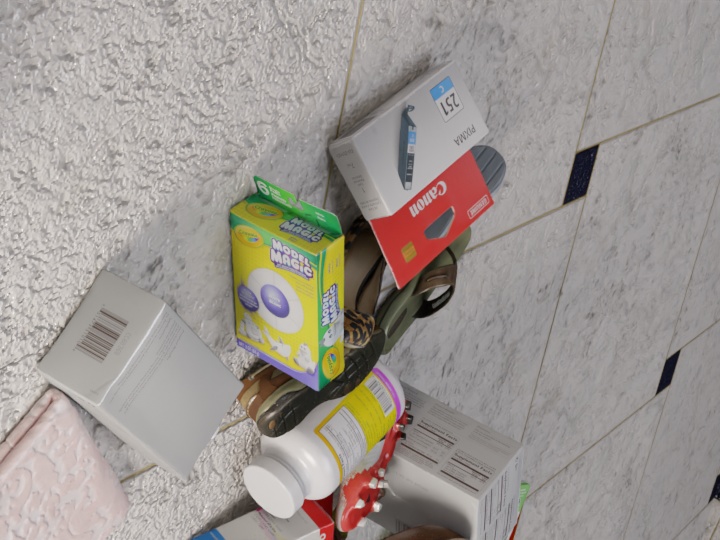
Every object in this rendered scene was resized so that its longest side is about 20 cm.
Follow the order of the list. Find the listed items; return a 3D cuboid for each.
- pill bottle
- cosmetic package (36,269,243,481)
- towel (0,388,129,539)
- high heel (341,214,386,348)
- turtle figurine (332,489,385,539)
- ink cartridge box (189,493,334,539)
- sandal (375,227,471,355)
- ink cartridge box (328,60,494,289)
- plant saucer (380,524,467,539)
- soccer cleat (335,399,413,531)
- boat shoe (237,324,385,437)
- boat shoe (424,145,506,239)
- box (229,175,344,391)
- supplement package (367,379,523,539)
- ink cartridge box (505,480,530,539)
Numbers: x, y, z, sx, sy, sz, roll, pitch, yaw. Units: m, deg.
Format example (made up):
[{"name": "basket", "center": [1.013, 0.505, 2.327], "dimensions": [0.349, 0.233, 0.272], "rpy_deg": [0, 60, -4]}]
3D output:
[{"name": "pill bottle", "center": [-0.043, 0.186, 1.659], "dimensions": [0.200, 0.103, 0.105], "rpy_deg": [-43, 145, -36]}, {"name": "cosmetic package", "center": [-0.195, 0.099, 1.344], "dimensions": [0.114, 0.080, 0.200], "rpy_deg": [-57, 153, -16]}, {"name": "towel", "center": [-0.296, 0.231, 1.320], "dimensions": [0.192, 0.032, 0.201], "rpy_deg": [-53, 151, -25]}, {"name": "high heel", "center": [0.000, 0.000, 1.569], "dimensions": [0.200, 0.071, 0.144], "rpy_deg": [-95, -152, -77]}, {"name": "turtle figurine", "center": [-0.038, 0.308, 1.784], "dimensions": [0.161, 0.064, 0.201], "rpy_deg": [-46, 146, -16]}, {"name": "ink cartridge box", "center": [-0.097, 0.327, 1.655], "dimensions": [0.198, 0.067, 0.117], "rpy_deg": [-20, 131, -30]}, {"name": "sandal", "center": [0.084, 0.027, 1.811], "dimensions": [0.202, 0.057, 0.080], "rpy_deg": [-56, 152, -19]}, {"name": "ink cartridge box", "center": [0.073, -0.107, 1.607], "dimensions": [0.200, 0.044, 0.178], "rpy_deg": [-41, 110, -39]}, {"name": "plant saucer", "center": [0.034, 0.354, 1.766], "dimensions": [0.198, 0.037, 0.201], "rpy_deg": [-23, 158, -10]}, {"name": "soccer cleat", "center": [-0.003, 0.221, 1.749], "dimensions": [0.069, 0.084, 0.201], "rpy_deg": [80, 28, -49]}, {"name": "boat shoe", "center": [-0.054, 0.103, 1.601], "dimensions": [0.199, 0.074, 0.076], "rpy_deg": [-29, 145, -41]}, {"name": "boat shoe", "center": [0.101, -0.078, 1.767], "dimensions": [0.200, 0.072, 0.062], "rpy_deg": [-43, 170, -32]}, {"name": "box", "center": [-0.071, 0.011, 1.454], "dimensions": [0.048, 0.116, 0.202], "rpy_deg": [-36, 140, -40]}, {"name": "supplement package", "center": [0.092, 0.260, 1.855], "dimensions": [0.111, 0.198, 0.157], "rpy_deg": [-42, 146, -36]}, {"name": "ink cartridge box", "center": [0.163, 0.401, 2.224], "dimensions": [0.145, 0.083, 0.202], "rpy_deg": [8, 104, -62]}]
